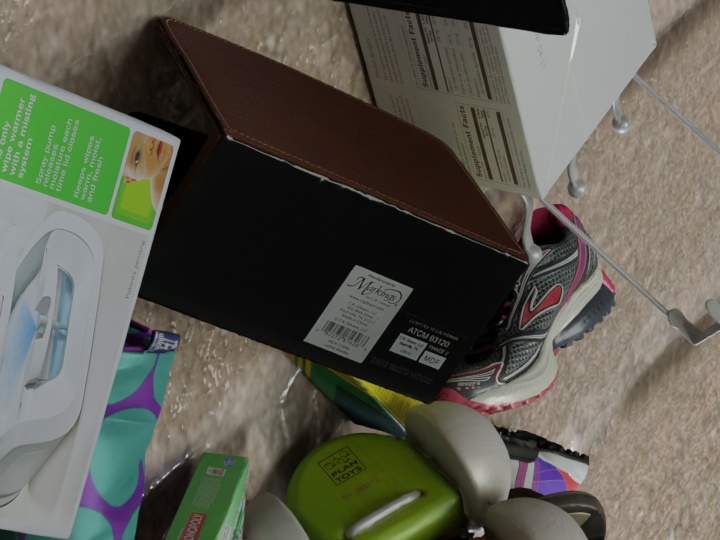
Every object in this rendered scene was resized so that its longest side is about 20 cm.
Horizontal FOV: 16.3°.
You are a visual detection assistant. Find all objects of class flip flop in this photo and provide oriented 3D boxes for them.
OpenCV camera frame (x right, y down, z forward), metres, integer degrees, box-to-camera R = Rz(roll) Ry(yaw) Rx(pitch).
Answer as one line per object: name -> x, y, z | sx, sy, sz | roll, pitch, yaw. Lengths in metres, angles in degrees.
flip flop -> 0.099, 0.173, 1.619 | 0.200, 0.080, 0.058 | 119, -32, -67

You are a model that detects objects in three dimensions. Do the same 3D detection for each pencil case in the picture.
pencil case -> -0.144, 0.120, 1.258 | 0.092, 0.085, 0.202 | 4, 98, -43

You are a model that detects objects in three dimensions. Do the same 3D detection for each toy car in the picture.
toy car -> 0.031, 0.189, 1.463 | 0.174, 0.200, 0.151 | -29, 145, -18

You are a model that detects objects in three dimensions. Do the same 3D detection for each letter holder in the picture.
letter holder -> -0.035, -0.035, 1.326 | 0.199, 0.142, 0.101 | 22, 113, -32

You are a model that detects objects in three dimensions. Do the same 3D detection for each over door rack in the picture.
over door rack -> 0.172, -0.052, 1.621 | 0.148, 0.199, 0.067 | -53, 176, -35

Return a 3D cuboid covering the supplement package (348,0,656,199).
supplement package -> 0.079, -0.175, 1.482 | 0.156, 0.110, 0.201 | -51, 140, -35

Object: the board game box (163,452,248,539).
board game box -> -0.093, 0.197, 1.328 | 0.200, 0.029, 0.136 | -69, 165, -71

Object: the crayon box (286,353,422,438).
crayon box -> 0.000, 0.000, 1.475 | 0.128, 0.050, 0.200 | -65, 147, -18

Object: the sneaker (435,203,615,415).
sneaker -> 0.093, 0.032, 1.620 | 0.200, 0.080, 0.075 | -48, 122, -48

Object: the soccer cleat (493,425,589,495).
soccer cleat -> 0.088, 0.140, 1.656 | 0.200, 0.068, 0.074 | 20, 91, -60

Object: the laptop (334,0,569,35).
laptop -> -0.002, -0.198, 1.282 | 0.103, 0.176, 0.201 | -44, 135, -40

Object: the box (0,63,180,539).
box -> -0.190, 0.007, 1.136 | 0.176, 0.096, 0.202 | 22, 83, -60
